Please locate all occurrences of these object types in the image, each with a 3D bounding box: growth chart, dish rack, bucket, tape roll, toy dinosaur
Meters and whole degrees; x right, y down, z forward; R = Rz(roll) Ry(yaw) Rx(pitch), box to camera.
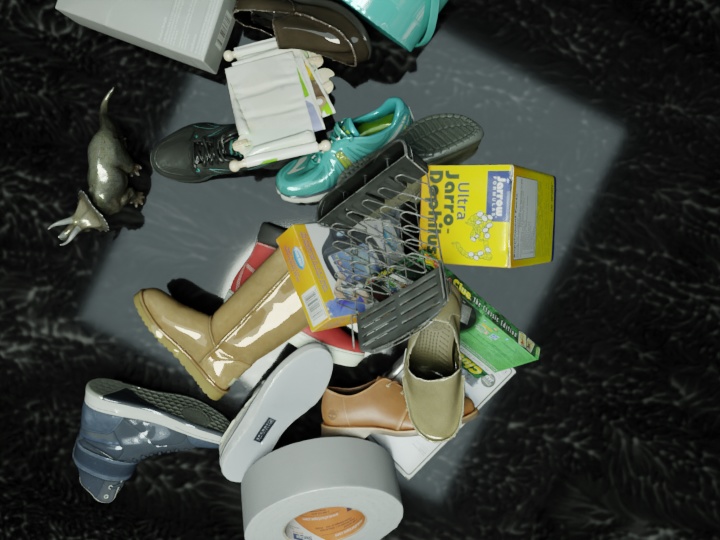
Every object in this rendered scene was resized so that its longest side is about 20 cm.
[{"bbox_3d":[-0.099,-0.217,0.937,0.142,0.018,0.203,-8,63,-5],"label":"growth chart"},{"bbox_3d":[0.023,-0.019,0.813,0.054,0.153,0.203,19,52,-37],"label":"dish rack"},{"bbox_3d":[0.027,-0.366,0.892,0.206,0.207,0.136,35,104,-3],"label":"bucket"},{"bbox_3d":[-0.048,0.286,0.937,0.196,0.067,0.202,-7,138,-6],"label":"tape roll"},{"bbox_3d":[-0.314,-0.126,0.950,0.076,0.102,0.204,16,94,-2],"label":"toy dinosaur"}]

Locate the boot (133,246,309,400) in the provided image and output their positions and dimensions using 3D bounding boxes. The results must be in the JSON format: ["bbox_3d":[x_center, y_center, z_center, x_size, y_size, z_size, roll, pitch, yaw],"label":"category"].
[{"bbox_3d":[-0.153,0.033,0.932,0.200,0.066,0.176,-42,94,5],"label":"boot"}]

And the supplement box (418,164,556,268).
[{"bbox_3d":[0.156,-0.064,0.899,0.108,0.199,0.111,3,94,27],"label":"supplement box"}]

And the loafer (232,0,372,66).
[{"bbox_3d":[-0.076,-0.295,0.938,0.198,0.073,0.072,28,70,19],"label":"loafer"}]

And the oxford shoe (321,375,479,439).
[{"bbox_3d":[0.047,0.164,0.930,0.196,0.071,0.073,-3,90,1],"label":"oxford shoe"}]

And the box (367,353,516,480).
[{"bbox_3d":[0.091,0.158,0.994,0.117,0.060,0.200,44,92,-3],"label":"box"}]

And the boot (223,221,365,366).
[{"bbox_3d":[-0.061,0.024,0.981,0.198,0.072,0.146,29,91,1],"label":"boot"}]

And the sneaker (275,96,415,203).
[{"bbox_3d":[-0.023,-0.156,0.955,0.198,0.080,0.078,-30,57,-4],"label":"sneaker"}]

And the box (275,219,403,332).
[{"bbox_3d":[0.000,0.000,0.922,0.041,0.198,0.121,-36,71,41],"label":"box"}]

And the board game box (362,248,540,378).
[{"bbox_3d":[0.107,0.056,0.883,0.199,0.104,0.024,39,49,-22],"label":"board game box"}]

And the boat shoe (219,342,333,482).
[{"bbox_3d":[-0.111,0.166,0.947,0.070,0.070,0.201,32,96,-30],"label":"boat shoe"}]

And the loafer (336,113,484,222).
[{"bbox_3d":[0.063,-0.127,0.939,0.198,0.070,0.076,-27,50,-6],"label":"loafer"}]

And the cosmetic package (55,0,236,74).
[{"bbox_3d":[-0.263,-0.335,0.948,0.197,0.090,0.108,21,93,1],"label":"cosmetic package"}]

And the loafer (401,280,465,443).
[{"bbox_3d":[0.078,0.111,0.833,0.075,0.068,0.203,0,114,13],"label":"loafer"}]

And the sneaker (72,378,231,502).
[{"bbox_3d":[-0.274,0.236,0.990,0.199,0.077,0.149,17,102,-10],"label":"sneaker"}]

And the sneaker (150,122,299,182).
[{"bbox_3d":[-0.175,-0.159,0.962,0.196,0.079,0.077,-9,94,1],"label":"sneaker"}]
